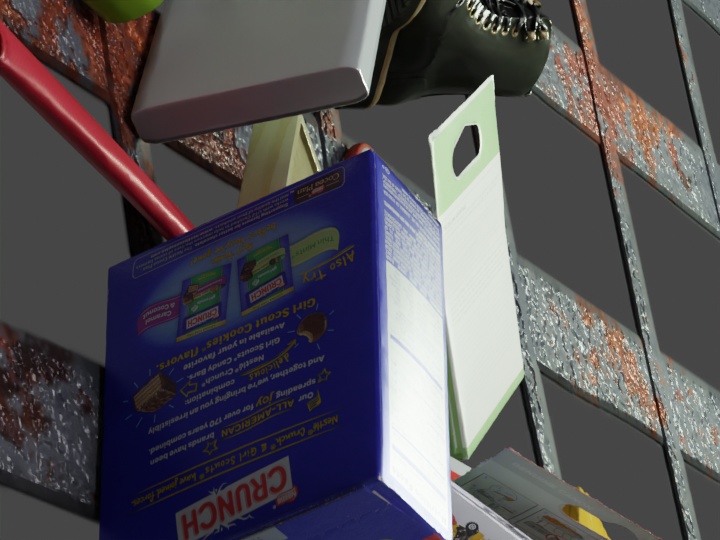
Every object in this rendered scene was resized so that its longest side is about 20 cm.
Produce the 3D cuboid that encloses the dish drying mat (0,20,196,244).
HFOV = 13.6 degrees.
[{"bbox_3d":[-0.137,-0.065,1.530,0.200,0.018,0.077,48,0,-42],"label":"dish drying mat"}]

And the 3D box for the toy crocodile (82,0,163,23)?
[{"bbox_3d":[-0.137,-0.227,1.659,0.067,0.061,0.201,30,40,-56],"label":"toy crocodile"}]

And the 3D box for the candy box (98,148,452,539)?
[{"bbox_3d":[-0.042,0.065,1.476,0.077,0.168,0.201,43,35,-40],"label":"candy box"}]

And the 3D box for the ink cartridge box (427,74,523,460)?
[{"bbox_3d":[0.053,-0.002,1.831,0.146,0.048,0.201,-47,131,-64],"label":"ink cartridge box"}]

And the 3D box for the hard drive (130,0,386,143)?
[{"bbox_3d":[-0.048,-0.150,1.686,0.201,0.131,0.027,-80,153,-51],"label":"hard drive"}]

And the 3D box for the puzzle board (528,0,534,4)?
[{"bbox_3d":[0.042,-0.249,1.958,0.150,0.017,0.200,38,-8,30],"label":"puzzle board"}]

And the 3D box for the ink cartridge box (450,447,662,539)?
[{"bbox_3d":[0.104,0.140,1.590,0.160,0.200,0.050,30,60,-12],"label":"ink cartridge box"}]

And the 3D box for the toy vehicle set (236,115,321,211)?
[{"bbox_3d":[-0.025,0.028,1.664,0.125,0.026,0.201,-81,158,-50],"label":"toy vehicle set"}]

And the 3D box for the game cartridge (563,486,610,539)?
[{"bbox_3d":[0.172,0.247,1.929,0.176,0.032,0.201,-71,137,-77],"label":"game cartridge"}]

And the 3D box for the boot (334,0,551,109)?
[{"bbox_3d":[0.068,-0.169,1.828,0.137,0.200,0.078,-1,65,-19],"label":"boot"}]

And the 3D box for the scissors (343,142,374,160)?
[{"bbox_3d":[0.000,0.000,1.829,0.073,0.014,0.201,59,26,-30],"label":"scissors"}]

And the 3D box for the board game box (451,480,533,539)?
[{"bbox_3d":[0.028,0.215,1.467,0.126,0.035,0.201,37,77,-13],"label":"board game box"}]
